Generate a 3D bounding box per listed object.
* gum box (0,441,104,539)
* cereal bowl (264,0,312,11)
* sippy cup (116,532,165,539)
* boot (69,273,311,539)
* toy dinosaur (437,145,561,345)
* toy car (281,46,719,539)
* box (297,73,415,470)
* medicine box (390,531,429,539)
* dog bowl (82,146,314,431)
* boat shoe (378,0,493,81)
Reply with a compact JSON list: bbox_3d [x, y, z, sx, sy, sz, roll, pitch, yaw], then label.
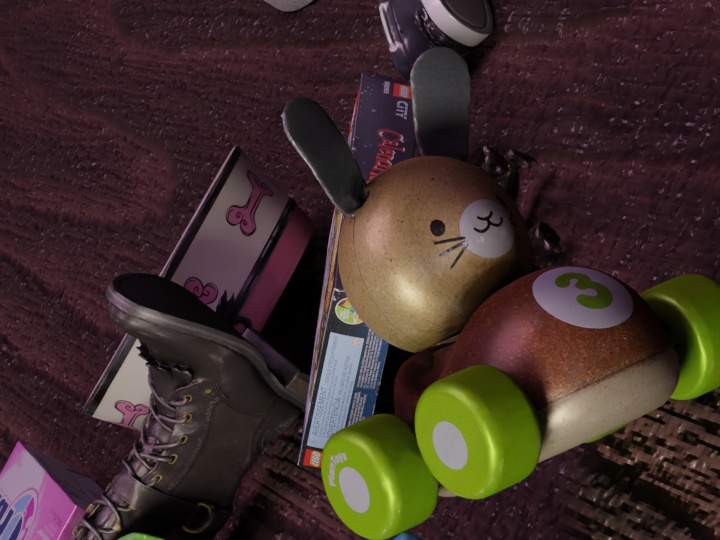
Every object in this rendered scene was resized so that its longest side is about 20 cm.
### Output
[{"bbox_3d":[-0.216,0.203,1.813,0.114,0.066,0.200,-61,21,-1],"label":"gum box"},{"bbox_3d":[-0.044,-0.304,2.017,0.200,0.083,0.200,-49,25,33],"label":"cereal bowl"},{"bbox_3d":[-0.136,0.249,1.505,0.130,0.140,0.178,-18,91,47],"label":"sippy cup"},{"bbox_3d":[-0.119,0.106,1.570,0.174,0.200,0.069,-54,46,3],"label":"boot"},{"bbox_3d":[0.054,-0.016,1.450,0.102,0.077,0.200,-45,29,22],"label":"toy dinosaur"},{"bbox_3d":[0.049,-0.004,1.201,0.164,0.200,0.158,-21,-5,-36],"label":"toy car"},{"bbox_3d":[0.000,0.000,1.515,0.200,0.038,0.137,-83,3,-50],"label":"box"},{"bbox_3d":[-0.001,0.254,1.210,0.182,0.103,0.200,-41,30,42],"label":"medicine box"},{"bbox_3d":[-0.100,0.023,1.698,0.200,0.074,0.200,-59,4,7],"label":"dog bowl"},{"bbox_3d":[0.037,-0.197,1.711,0.060,0.076,0.200,-44,26,26],"label":"boat shoe"}]
